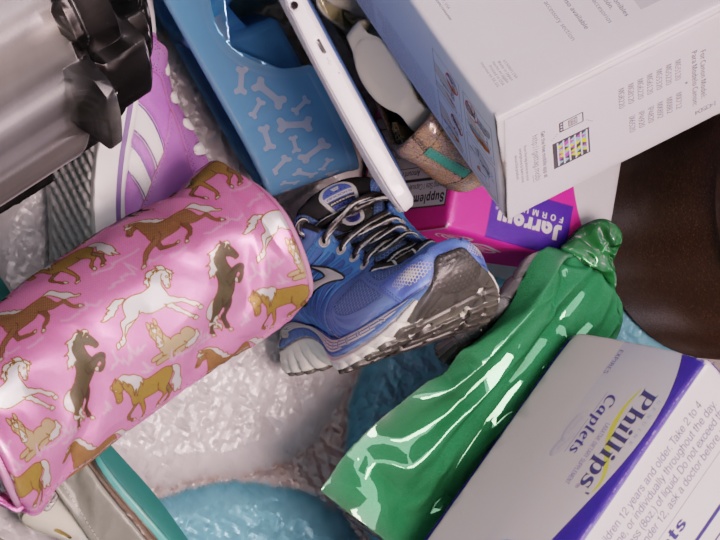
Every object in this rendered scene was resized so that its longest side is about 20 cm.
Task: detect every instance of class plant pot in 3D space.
[{"bbox_3d":[0.235,-0.031,1.575,0.199,0.198,0.202,2,87,-27],"label":"plant pot"}]

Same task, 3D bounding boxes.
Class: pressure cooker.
[{"bbox_3d":[-0.200,-0.108,1.373,0.200,0.178,0.177,-35,99,-23],"label":"pressure cooker"}]

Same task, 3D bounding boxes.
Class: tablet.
[{"bbox_3d":[-0.012,-0.095,1.420,0.014,0.200,0.131,-28,97,2],"label":"tablet"}]

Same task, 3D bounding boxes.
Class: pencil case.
[{"bbox_3d":[-0.113,0.031,1.397,0.200,0.087,0.083,-37,58,-25],"label":"pencil case"}]

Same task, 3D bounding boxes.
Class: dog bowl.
[{"bbox_3d":[-0.070,-0.126,1.480,0.049,0.111,0.201,-29,101,-5],"label":"dog bowl"}]

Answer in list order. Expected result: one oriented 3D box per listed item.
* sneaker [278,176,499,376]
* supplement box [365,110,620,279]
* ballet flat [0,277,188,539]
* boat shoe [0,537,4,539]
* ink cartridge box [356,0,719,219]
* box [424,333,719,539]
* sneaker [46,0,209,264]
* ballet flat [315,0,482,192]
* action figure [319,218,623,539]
[{"bbox_3d":[0.000,0.000,1.454,0.078,0.200,0.090,-18,93,-25],"label":"sneaker"},{"bbox_3d":[0.078,-0.104,1.554,0.101,0.103,0.202,14,82,-28],"label":"supplement box"},{"bbox_3d":[-0.155,0.090,1.457,0.064,0.067,0.201,-34,103,4],"label":"ballet flat"},{"bbox_3d":[-0.215,0.121,1.413,0.060,0.074,0.200,-39,99,-3],"label":"boat shoe"},{"bbox_3d":[0.094,-0.152,1.411,0.175,0.084,0.201,-26,57,-10],"label":"ink cartridge box"},{"bbox_3d":[0.139,0.164,1.455,0.200,0.105,0.184,47,72,-32],"label":"box"},{"bbox_3d":[-0.097,-0.052,1.486,0.114,0.073,0.202,-2,98,-31],"label":"sneaker"},{"bbox_3d":[0.016,-0.123,1.488,0.067,0.201,0.068,16,123,-38],"label":"ballet flat"},{"bbox_3d":[0.072,0.058,1.482,0.118,0.055,0.201,41,79,-31],"label":"action figure"}]
